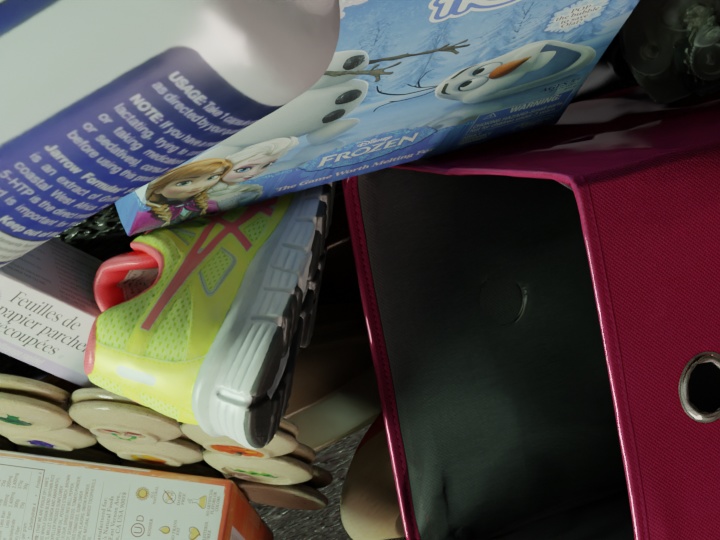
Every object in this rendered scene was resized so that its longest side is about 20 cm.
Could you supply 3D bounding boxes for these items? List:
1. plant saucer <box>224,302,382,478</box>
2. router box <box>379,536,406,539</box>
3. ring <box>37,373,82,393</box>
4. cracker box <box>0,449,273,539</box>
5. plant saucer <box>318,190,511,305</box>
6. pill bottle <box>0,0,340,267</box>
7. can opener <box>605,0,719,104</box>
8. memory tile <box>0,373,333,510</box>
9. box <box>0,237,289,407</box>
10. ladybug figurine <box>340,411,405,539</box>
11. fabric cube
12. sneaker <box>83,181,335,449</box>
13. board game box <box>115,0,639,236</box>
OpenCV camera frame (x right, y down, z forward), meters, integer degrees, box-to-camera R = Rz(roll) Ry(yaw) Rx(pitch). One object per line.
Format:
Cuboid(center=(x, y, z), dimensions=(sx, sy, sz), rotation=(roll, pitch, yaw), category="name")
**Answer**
Cuboid(center=(-0.057, 0.066, 1.287), dimensions=(0.200, 0.030, 0.200), rotation=(-20, 163, -6), category="plant saucer")
Cuboid(center=(0.077, 0.159, 1.192), dimensions=(0.199, 0.049, 0.179), rotation=(-6, -174, -15), category="router box")
Cuboid(center=(-0.189, 0.045, 1.191), dimensions=(0.200, 0.019, 0.200), rotation=(-20, 163, -6), category="ring")
Cuboid(center=(-0.149, 0.124, 1.204), dimensions=(0.199, 0.058, 0.134), rotation=(7, 165, 9), category="cracker box")
Cuboid(center=(0.000, 0.000, 1.262), dimensions=(0.200, 0.035, 0.200), rotation=(-20, 162, -7), category="plant saucer")
Cuboid(center=(-0.075, -0.088, 0.769), dimensions=(0.200, 0.120, 0.120), rotation=(-28, 162, 18), category="pill bottle")
Cuboid(center=(0.202, -0.130, 1.125), dimensions=(0.199, 0.053, 0.067), rotation=(-21, -165, -4), category="can opener")
Cuboid(center=(-0.117, 0.074, 1.143), dimensions=(0.199, 0.017, 0.153), rotation=(7, 165, 9), category="memory tile")
Cuboid(center=(-0.109, 0.026, 1.100), dimensions=(0.039, 0.042, 0.200), rotation=(-37, 143, 21), category="box")
Cuboid(center=(0.061, 0.093, 1.311), dimensions=(0.135, 0.072, 0.200), rotation=(12, 149, -24), category="ladybug figurine")
Cuboid(center=(0.136, 0.028, 1.119), dimensions=(0.199, 0.197, 0.200), rotation=(-14, -169, -27), category="fabric cube")
Cuboid(center=(-0.062, 0.002, 1.070), dimensions=(0.090, 0.078, 0.200), rotation=(10, -159, 5), category="sneaker")
Cuboid(center=(0.011, -0.092, 0.986), dimensions=(0.199, 0.043, 0.199), rotation=(-16, 161, -20), category="board game box")
